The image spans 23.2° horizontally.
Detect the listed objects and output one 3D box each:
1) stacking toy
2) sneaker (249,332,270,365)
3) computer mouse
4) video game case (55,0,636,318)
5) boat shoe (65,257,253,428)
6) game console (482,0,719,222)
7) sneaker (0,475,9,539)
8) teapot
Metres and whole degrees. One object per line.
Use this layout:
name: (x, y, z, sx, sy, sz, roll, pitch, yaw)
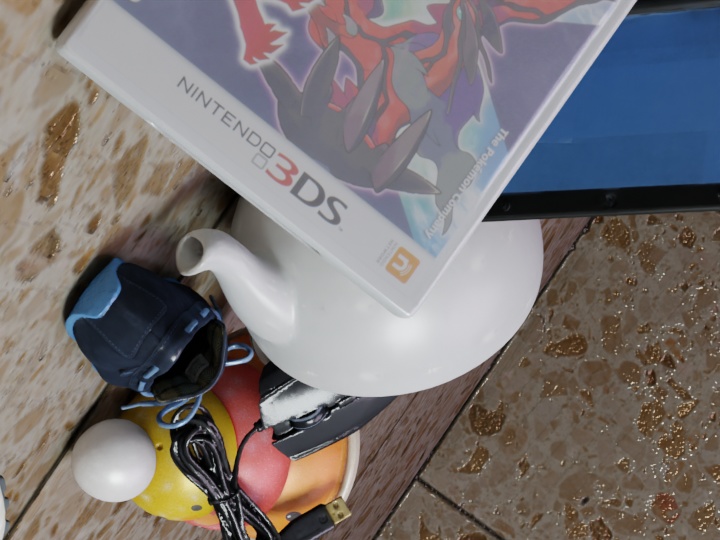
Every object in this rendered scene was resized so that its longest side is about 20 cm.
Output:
stacking toy: (-0.108, 0.112, 1.095, 0.199, 0.146, 0.147, -3, 130, -54)
sneaker: (0.000, 0.000, 1.143, 0.199, 0.079, 0.079, -32, 119, -25)
computer mouse: (-0.013, 0.097, 1.068, 0.200, 0.046, 0.141, -35, 126, -23)
video game case: (0.008, -0.113, 0.707, 0.201, 0.182, 0.023, -54, -163, -6)
boat shoe: (-0.108, 0.049, 0.958, 0.084, 0.068, 0.200, -55, 170, 2)
game console: (0.117, -0.130, 0.867, 0.177, 0.199, 0.117, 66, 35, -35)
sneaker: (-0.192, 0.069, 0.662, 0.086, 0.077, 0.201, -41, 152, -33)
teapot: (0.012, -0.038, 0.997, 0.201, 0.196, 0.147, -85, 166, -50)
